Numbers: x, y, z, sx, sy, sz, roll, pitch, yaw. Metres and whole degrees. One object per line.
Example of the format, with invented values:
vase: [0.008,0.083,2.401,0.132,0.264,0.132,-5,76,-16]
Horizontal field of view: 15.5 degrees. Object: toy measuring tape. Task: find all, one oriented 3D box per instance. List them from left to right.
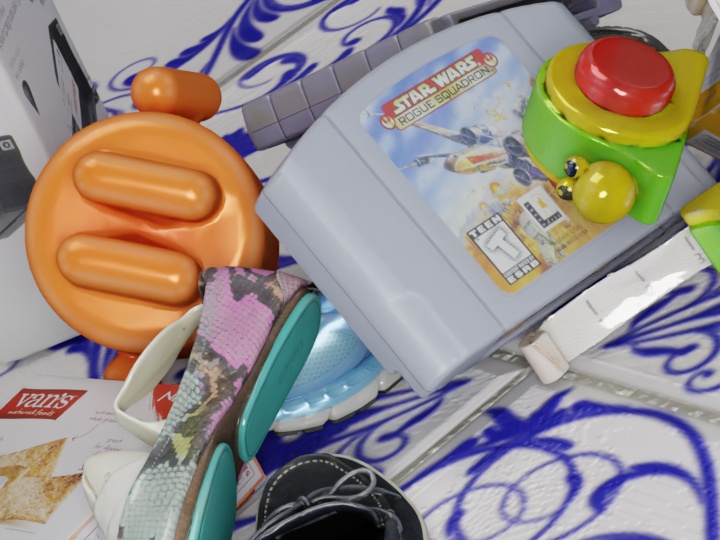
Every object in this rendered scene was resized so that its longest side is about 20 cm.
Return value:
toy measuring tape: [0.115,-0.086,1.169,0.073,0.074,0.200,-14,31,26]
toy measuring tape: [0.158,-0.006,1.124,0.200,0.074,0.074,-34,24,7]

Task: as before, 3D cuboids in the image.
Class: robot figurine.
robot figurine: [-0.097,-0.016,1.283,0.116,0.144,0.200,-27,-5,0]

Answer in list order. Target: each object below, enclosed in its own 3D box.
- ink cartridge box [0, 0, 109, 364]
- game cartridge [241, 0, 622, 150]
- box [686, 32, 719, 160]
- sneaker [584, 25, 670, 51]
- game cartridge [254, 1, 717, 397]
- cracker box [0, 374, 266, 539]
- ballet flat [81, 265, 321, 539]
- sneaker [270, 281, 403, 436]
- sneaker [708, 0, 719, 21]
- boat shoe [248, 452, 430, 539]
ink cartridge box: [-0.194,-0.075,1.438,0.084,0.200,0.145,-20,25,10]
game cartridge: [0.039,-0.109,1.380,0.130,0.038,0.200,-27,-2,35]
box: [0.212,-0.150,1.212,0.200,0.041,0.119,-63,3,-8]
sneaker: [0.067,-0.051,1.292,0.200,0.074,0.089,-24,23,32]
game cartridge: [0.055,-0.041,1.179,0.200,0.133,0.042,-33,-8,-36]
cracker box: [-0.155,0.129,1.176,0.134,0.058,0.200,0,36,45]
ballet flat: [-0.075,0.075,1.121,0.071,0.069,0.200,10,48,12]
sneaker: [0.000,0.000,1.231,0.200,0.090,0.078,-33,25,-11]
sneaker: [0.227,-0.090,1.090,0.074,0.200,0.116,-55,2,44]
boat shoe: [-0.012,0.115,1.054,0.075,0.062,0.200,-28,22,4]
